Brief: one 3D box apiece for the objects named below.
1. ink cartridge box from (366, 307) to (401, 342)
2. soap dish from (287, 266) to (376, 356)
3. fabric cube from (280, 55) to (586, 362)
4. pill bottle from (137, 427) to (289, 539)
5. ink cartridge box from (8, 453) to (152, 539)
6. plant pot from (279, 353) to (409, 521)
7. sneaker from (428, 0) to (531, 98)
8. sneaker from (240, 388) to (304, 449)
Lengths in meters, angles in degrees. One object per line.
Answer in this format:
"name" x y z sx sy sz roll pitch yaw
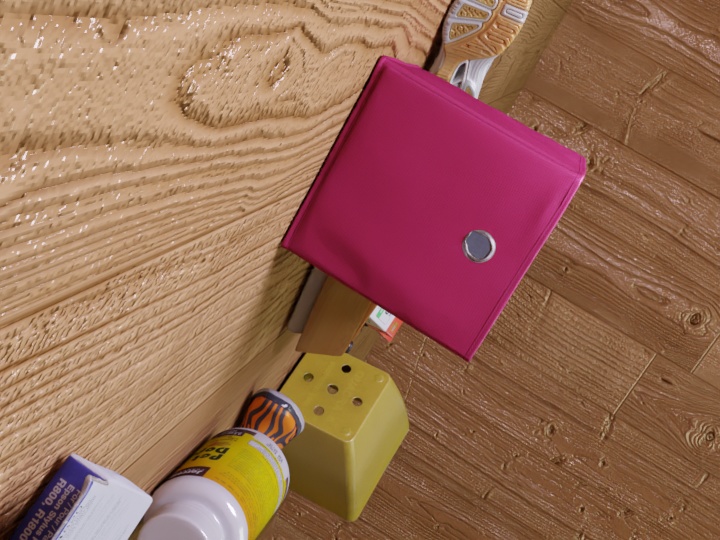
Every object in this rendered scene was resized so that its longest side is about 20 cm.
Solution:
"ink cartridge box" 0.045 0.035 1.391 0.109 0.050 0.200 -58 143 -11
"soap dish" 0.000 0.000 1.132 0.200 0.081 0.157 -53 172 -50
"fabric cube" 0.077 -0.066 0.878 0.196 0.199 0.200 -60 174 16
"pill bottle" -0.152 0.245 0.962 0.109 0.109 0.200 -61 174 16
"ink cartridge box" -0.218 0.212 0.586 0.200 0.041 0.200 -57 174 -17
"plant pot" -0.046 0.229 1.443 0.200 0.200 0.177 -55 161 -35
"sneaker" 0.117 -0.250 0.995 0.088 0.076 0.200 -76 -167 -51
"sneaker" -0.137 0.235 1.182 0.112 0.078 0.200 -55 173 -38
